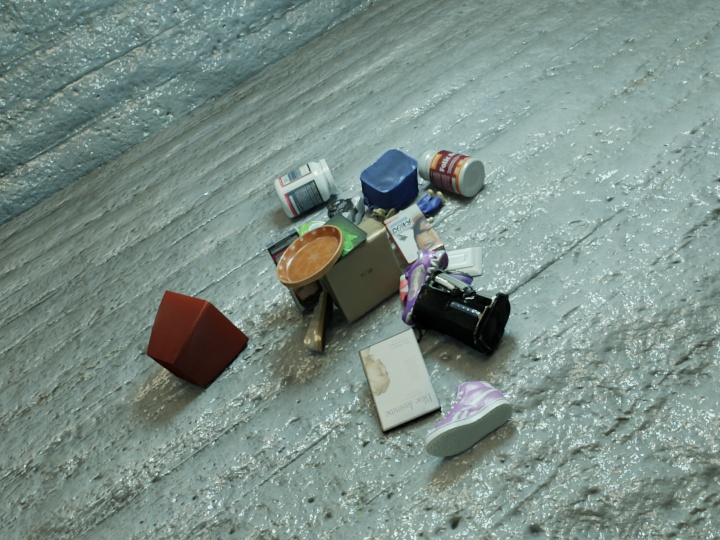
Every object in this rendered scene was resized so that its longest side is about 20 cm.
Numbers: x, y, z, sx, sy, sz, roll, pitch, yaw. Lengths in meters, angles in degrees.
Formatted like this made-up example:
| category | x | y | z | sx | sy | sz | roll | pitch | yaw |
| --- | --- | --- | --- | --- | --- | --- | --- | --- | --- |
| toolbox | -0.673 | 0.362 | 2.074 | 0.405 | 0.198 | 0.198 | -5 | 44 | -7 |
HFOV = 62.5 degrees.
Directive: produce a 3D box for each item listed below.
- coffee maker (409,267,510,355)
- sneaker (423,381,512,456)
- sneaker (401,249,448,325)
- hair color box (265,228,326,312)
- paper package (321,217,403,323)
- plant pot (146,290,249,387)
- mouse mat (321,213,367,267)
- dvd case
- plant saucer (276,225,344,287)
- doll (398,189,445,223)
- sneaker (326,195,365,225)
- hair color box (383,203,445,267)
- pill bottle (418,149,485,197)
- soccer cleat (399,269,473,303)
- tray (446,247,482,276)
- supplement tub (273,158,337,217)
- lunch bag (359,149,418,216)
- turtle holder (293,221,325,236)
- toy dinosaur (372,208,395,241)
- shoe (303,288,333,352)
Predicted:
| category | x | y | z | sx | sy | sz | roll | pitch | yaw |
| --- | --- | --- | --- | --- | --- | --- | --- | --- | --- |
| coffee maker | 0.228 | 0.117 | 1.377 | 0.197 | 0.132 | 0.199 | 23 | 98 | 45 |
| sneaker | 0.202 | 0.298 | 1.219 | 0.195 | 0.075 | 0.115 | -22 | 33 | -13 |
| sneaker | 0.144 | 0.035 | 1.476 | 0.087 | 0.080 | 0.205 | 22 | 84 | 28 |
| hair color box | -0.176 | -0.001 | 1.658 | 0.097 | 0.205 | 0.061 | -28 | 15 | -7 |
| paper package | 0.000 | 0.000 | 1.568 | 0.197 | 0.194 | 0.103 | -33 | 33 | -11 |
| plant pot | -0.460 | 0.197 | 1.618 | 0.195 | 0.201 | 0.180 | 9 | 61 | 36 |
| mouse mat | -0.079 | -0.074 | 1.544 | 0.160 | 0.008 | 0.199 | -39 | 35 | -8 |
| dvd case | 0.085 | 0.244 | 1.332 | 0.139 | 0.018 | 0.204 | -22 | 57 | 4 |
| plant saucer | -0.124 | -0.033 | 1.496 | 0.195 | 0.033 | 0.204 | -23 | 36 | 18 |
| doll | 0.173 | -0.162 | 1.775 | 0.134 | 0.049 | 0.200 | 21 | 57 | 44 |
| sneaker | -0.064 | -0.164 | 1.894 | 0.110 | 0.077 | 0.202 | -1 | 38 | 29 |
| hair color box | 0.151 | -0.086 | 1.638 | 0.108 | 0.065 | 0.202 | -27 | 44 | -1 |
| pill bottle | 0.276 | -0.306 | 1.826 | 0.114 | 0.116 | 0.198 | -41 | 40 | -20 |
| soccer cleat | 0.194 | 0.045 | 1.525 | 0.193 | 0.068 | 0.076 | -3 | 66 | 20 |
| tray | 0.230 | -0.018 | 1.599 | 0.193 | 0.023 | 0.109 | -10 | 42 | 20 |
| supplement tub | -0.189 | -0.285 | 2.044 | 0.195 | 0.143 | 0.142 | -25 | 37 | 0 |
| lunch bag | 0.091 | -0.264 | 1.874 | 0.199 | 0.134 | 0.135 | -40 | 55 | -20 |
| turtle holder | -0.119 | -0.061 | 1.749 | 0.127 | 0.144 | 0.188 | -15 | 37 | 10 |
| toy dinosaur | 0.084 | -0.133 | 1.762 | 0.057 | 0.199 | 0.104 | 23 | 96 | 20 |
| shoe | -0.111 | 0.127 | 1.584 | 0.051 | 0.071 | 0.204 | -4 | 44 | 13 |
